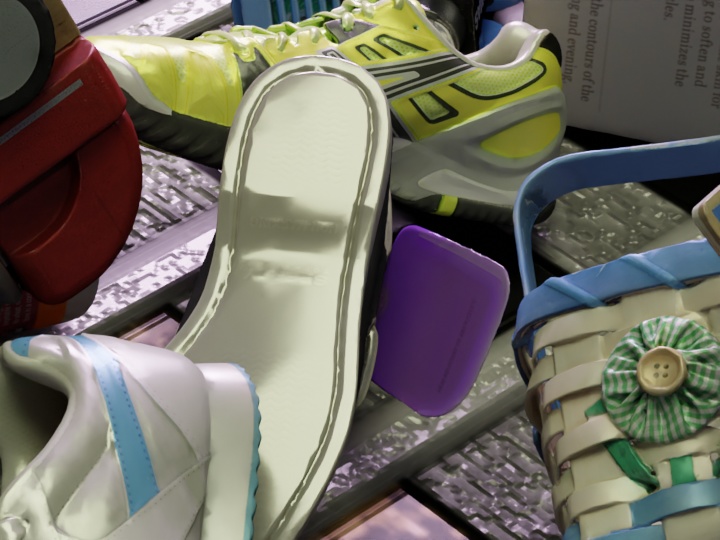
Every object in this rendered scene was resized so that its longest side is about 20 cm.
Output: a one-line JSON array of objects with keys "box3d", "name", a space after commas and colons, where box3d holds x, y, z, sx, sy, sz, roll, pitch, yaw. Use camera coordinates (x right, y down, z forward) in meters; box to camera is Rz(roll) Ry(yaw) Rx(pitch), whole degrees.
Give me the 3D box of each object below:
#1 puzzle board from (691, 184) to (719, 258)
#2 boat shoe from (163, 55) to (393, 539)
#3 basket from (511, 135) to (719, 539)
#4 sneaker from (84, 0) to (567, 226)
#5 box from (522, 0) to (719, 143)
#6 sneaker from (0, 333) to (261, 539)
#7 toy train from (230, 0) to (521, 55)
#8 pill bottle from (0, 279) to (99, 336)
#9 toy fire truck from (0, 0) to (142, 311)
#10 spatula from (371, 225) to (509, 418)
[{"box3d": [0.196, 0.027, 0.860, 0.151, 0.017, 0.200, -38, 92, -35], "name": "puzzle board"}, {"box3d": [-0.031, 0.028, 0.951, 0.073, 0.060, 0.201, 7, 64, 9], "name": "boat shoe"}, {"box3d": [0.138, 0.029, 0.938, 0.175, 0.139, 0.201, -12, 45, 14], "name": "basket"}, {"box3d": [-0.016, -0.068, 1.075, 0.199, 0.077, 0.075, 8, 7, -28], "name": "sneaker"}, {"box3d": [0.168, -0.176, 1.166, 0.170, 0.200, 0.200, 12, 39, 11], "name": "box"}, {"box3d": [-0.074, 0.106, 0.821, 0.080, 0.077, 0.201, 14, 45, -21], "name": "sneaker"}, {"box3d": [0.016, -0.145, 1.214, 0.114, 0.087, 0.200, 3, 38, 10], "name": "toy train"}, {"box3d": [-0.198, -0.018, 1.017, 0.199, 0.110, 0.110, -12, 41, -16], "name": "pill bottle"}, {"box3d": [-0.134, 0.016, 0.931, 0.176, 0.201, 0.129, -36, 29, -10], "name": "toy fire truck"}, {"box3d": [0.000, 0.000, 1.030, 0.020, 0.057, 0.200, 18, 8, -23], "name": "spatula"}]
